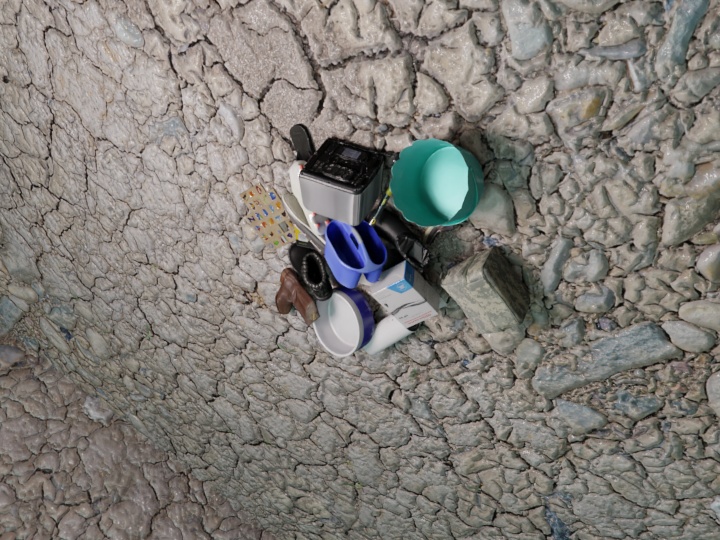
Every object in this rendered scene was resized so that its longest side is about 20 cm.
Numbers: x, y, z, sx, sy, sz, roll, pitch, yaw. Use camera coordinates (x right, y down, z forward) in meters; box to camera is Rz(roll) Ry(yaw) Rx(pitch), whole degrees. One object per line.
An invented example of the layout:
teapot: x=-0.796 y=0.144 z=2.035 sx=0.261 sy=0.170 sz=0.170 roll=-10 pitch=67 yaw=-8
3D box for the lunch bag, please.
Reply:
lunch bag: x=0.317 y=0.059 z=1.613 sx=0.166 sy=0.140 sz=0.201 roll=-28 pitch=107 yaw=41

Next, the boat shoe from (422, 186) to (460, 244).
boat shoe: x=0.222 y=-0.130 z=1.571 sx=0.064 sy=0.072 sz=0.202 roll=36 pitch=129 yaw=5

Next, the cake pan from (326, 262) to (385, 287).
cake pan: x=0.000 y=0.000 z=1.756 sx=0.195 sy=0.038 sz=0.201 roll=19 pitch=169 yaw=4

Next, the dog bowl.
dog bowl: x=-0.054 y=0.152 z=1.896 sx=0.196 sy=0.078 sz=0.207 roll=15 pitch=113 yaw=38

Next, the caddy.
caddy: x=-0.015 y=-0.054 z=1.598 sx=0.202 sy=0.138 sz=0.107 roll=59 pitch=149 yaw=36

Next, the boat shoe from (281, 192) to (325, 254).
boat shoe: x=-0.150 y=-0.121 z=1.690 sx=0.200 sy=0.067 sz=0.057 roll=44 pitch=129 yaw=-12

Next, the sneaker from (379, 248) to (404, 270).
sneaker: x=0.123 y=0.011 z=1.694 sx=0.104 sy=0.060 sz=0.199 roll=45 pitch=-176 yaw=23

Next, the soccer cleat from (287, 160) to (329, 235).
soccer cleat: x=-0.137 y=-0.190 z=1.658 sx=0.077 sy=0.068 sz=0.206 roll=-16 pitch=92 yaw=49

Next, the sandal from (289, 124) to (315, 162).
sandal: x=-0.144 y=-0.290 z=1.677 sx=0.073 sy=0.045 sz=0.204 roll=-6 pitch=120 yaw=32

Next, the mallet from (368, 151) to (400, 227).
mallet: x=0.065 y=-0.205 z=1.576 sx=0.065 sy=0.041 sz=0.202 roll=34 pitch=111 yaw=-8

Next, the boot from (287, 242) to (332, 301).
boot: x=-0.151 y=-0.018 z=1.794 sx=0.212 sy=0.079 sz=0.158 roll=51 pitch=174 yaw=19

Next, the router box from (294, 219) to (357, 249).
router box: x=-0.090 y=-0.127 z=1.735 sx=0.194 sy=0.051 sz=0.153 roll=12 pitch=129 yaw=20

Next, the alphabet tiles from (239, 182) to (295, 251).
alphabet tiles: x=-0.278 y=-0.163 z=1.882 sx=0.164 sy=0.008 sz=0.202 roll=-19 pitch=113 yaw=39

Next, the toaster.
toaster: x=-0.036 y=-0.229 z=1.572 sx=0.195 sy=0.183 sz=0.121 roll=18 pitch=138 yaw=15

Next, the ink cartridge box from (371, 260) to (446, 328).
ink cartridge box: x=0.133 y=0.078 z=1.656 sx=0.114 sy=0.069 sz=0.200 roll=-26 pitch=126 yaw=32

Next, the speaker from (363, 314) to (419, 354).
speaker: x=0.086 y=0.183 z=1.886 sx=0.081 sy=0.082 sz=0.199 roll=44 pitch=133 yaw=-9

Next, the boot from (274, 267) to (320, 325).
boot: x=-0.194 y=0.119 z=1.948 sx=0.200 sy=0.063 sz=0.190 roll=46 pitch=142 yaw=38

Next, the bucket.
bucket: x=0.183 y=-0.201 z=1.446 sx=0.202 sy=0.133 sz=0.214 roll=4 pitch=98 yaw=33

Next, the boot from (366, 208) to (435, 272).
boot: x=0.101 y=-0.083 z=1.610 sx=0.197 sy=0.163 sz=0.074 roll=38 pitch=99 yaw=-7
